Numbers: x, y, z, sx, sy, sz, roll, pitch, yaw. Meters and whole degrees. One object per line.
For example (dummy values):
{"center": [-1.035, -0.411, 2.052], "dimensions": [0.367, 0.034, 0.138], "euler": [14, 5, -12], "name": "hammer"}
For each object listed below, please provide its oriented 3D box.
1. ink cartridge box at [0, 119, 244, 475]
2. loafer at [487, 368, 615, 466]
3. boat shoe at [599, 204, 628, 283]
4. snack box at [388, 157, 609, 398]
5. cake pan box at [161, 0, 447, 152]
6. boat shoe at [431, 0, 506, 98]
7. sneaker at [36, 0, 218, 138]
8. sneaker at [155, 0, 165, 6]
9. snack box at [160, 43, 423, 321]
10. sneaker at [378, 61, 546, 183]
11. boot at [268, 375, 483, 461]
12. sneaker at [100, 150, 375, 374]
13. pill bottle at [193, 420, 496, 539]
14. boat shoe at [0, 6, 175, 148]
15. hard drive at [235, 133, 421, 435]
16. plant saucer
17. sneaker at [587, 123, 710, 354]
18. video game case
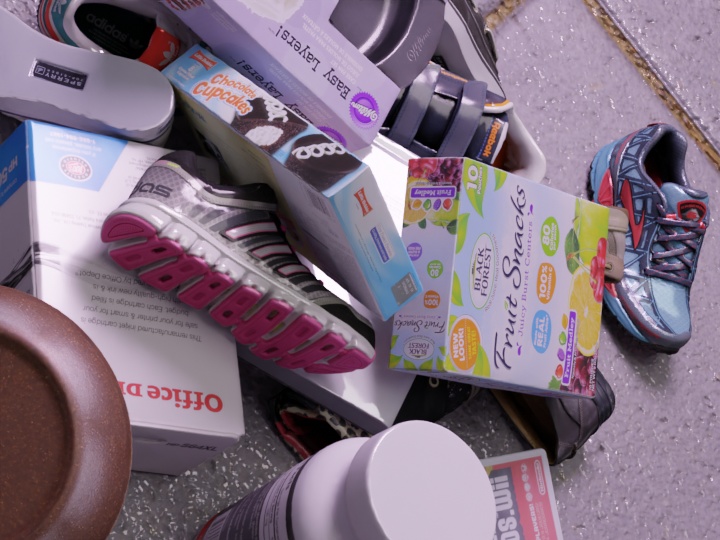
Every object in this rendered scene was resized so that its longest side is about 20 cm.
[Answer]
{"center": [-0.162, 0.020, 1.232], "dimensions": [0.146, 0.084, 0.201], "euler": [11, 60, -34], "name": "ink cartridge box"}
{"center": [0.107, 0.057, 1.436], "dimensions": [0.200, 0.073, 0.072], "euler": [46, 51, -7], "name": "loafer"}
{"center": [0.122, -0.021, 1.491], "dimensions": [0.199, 0.072, 0.065], "euler": [3, 85, -29], "name": "boat shoe"}
{"center": [0.100, 0.010, 1.329], "dimensions": [0.200, 0.053, 0.143], "euler": [14, 78, -53], "name": "snack box"}
{"center": [-0.030, -0.204, 1.301], "dimensions": [0.200, 0.052, 0.185], "euler": [42, 62, -26], "name": "cake pan box"}
{"center": [0.077, -0.166, 1.473], "dimensions": [0.200, 0.070, 0.064], "euler": [62, 42, -55], "name": "boat shoe"}
{"center": [-0.127, -0.137, 1.315], "dimensions": [0.199, 0.093, 0.071], "euler": [28, 92, -15], "name": "sneaker"}
{"center": [-0.157, -0.216, 1.369], "dimensions": [0.073, 0.085, 0.201], "euler": [-29, 88, -45], "name": "sneaker"}
{"center": [-0.046, -0.059, 1.243], "dimensions": [0.037, 0.200, 0.116], "euler": [-38, 135, -14], "name": "snack box"}
{"center": [0.056, -0.112, 1.404], "dimensions": [0.199, 0.079, 0.079], "euler": [21, 92, -37], "name": "sneaker"}
{"center": [-0.015, 0.041, 1.347], "dimensions": [0.204, 0.073, 0.154], "euler": [52, 49, -1], "name": "boot"}
{"center": [-0.065, -0.008, 1.217], "dimensions": [0.200, 0.074, 0.088], "euler": [32, 55, -20], "name": "sneaker"}
{"center": [-0.013, 0.171, 1.185], "dimensions": [0.115, 0.200, 0.116], "euler": [18, 56, -30], "name": "pill bottle"}
{"center": [-0.219, -0.124, 1.278], "dimensions": [0.199, 0.070, 0.071], "euler": [17, 64, -1], "name": "boat shoe"}
{"center": [0.000, 0.000, 1.322], "dimensions": [0.132, 0.026, 0.200], "euler": [30, 59, -4], "name": "hard drive"}
{"center": [-0.231, 0.101, 1.098], "dimensions": [0.199, 0.037, 0.201], "euler": [1, 77, -5], "name": "plant saucer"}
{"center": [0.242, -0.032, 1.573], "dimensions": [0.079, 0.095, 0.201], "euler": [9, 61, -34], "name": "sneaker"}
{"center": [0.073, 0.205, 1.332], "dimensions": [0.199, 0.017, 0.144], "euler": [-4, 81, -45], "name": "video game case"}
